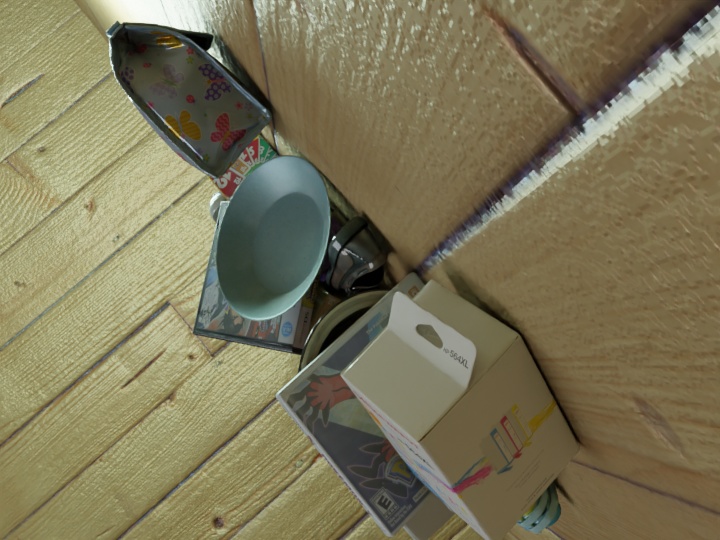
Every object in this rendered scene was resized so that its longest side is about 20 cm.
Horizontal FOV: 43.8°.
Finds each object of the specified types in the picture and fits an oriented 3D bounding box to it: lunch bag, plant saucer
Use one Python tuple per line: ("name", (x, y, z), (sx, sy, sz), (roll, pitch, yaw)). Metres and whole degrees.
("lunch bag", (-0.209, -0.216, 1.069), (0.200, 0.128, 0.170), (42, 178, -11))
("plant saucer", (-0.097, -0.037, 1.085), (0.038, 0.203, 0.201), (17, -159, -47))

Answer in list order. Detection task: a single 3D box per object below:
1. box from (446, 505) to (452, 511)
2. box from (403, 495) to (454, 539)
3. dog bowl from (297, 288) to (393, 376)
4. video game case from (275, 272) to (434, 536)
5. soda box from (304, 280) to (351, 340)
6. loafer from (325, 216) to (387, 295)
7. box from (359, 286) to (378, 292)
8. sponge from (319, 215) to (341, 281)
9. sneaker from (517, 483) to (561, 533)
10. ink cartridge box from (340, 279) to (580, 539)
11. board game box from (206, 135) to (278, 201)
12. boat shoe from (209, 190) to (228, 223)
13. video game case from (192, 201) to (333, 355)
("box", (0.110, 0.232, 1.337), (0.200, 0.124, 0.098), (45, 172, 39))
("box", (0.097, 0.302, 1.489), (0.171, 0.198, 0.201), (44, 172, 38))
("dog bowl", (0.020, 0.127, 0.968), (0.201, 0.200, 0.074), (50, 159, -1))
("video game case", (0.042, 0.133, 0.922), (0.183, 0.199, 0.023), (50, 160, -1))
("soda box", (0.008, 0.084, 1.159), (0.198, 0.068, 0.064), (28, -174, -31))
("loafer", (0.000, 0.000, 1.062), (0.063, 0.072, 0.200), (43, 170, 11))
("box", (-0.041, 0.021, 1.322), (0.201, 0.100, 0.075), (52, 174, -12))
("sponge", (-0.106, -0.008, 1.184), (0.030, 0.200, 0.113), (-2, -126, -58))
("sneaker", (0.197, 0.280, 1.102), (0.129, 0.080, 0.200), (33, -176, 2))
("ink cartridge box", (0.086, 0.120, 0.803), (0.128, 0.125, 0.201), (32, 162, 50))
("board game box", (-0.126, -0.101, 1.248), (0.201, 0.095, 0.030), (49, 174, 17))
("boat shoe", (-0.174, -0.115, 1.366), (0.072, 0.070, 0.200), (56, -155, 11))
("video game case", (-0.128, 0.004, 1.144), (0.198, 0.185, 0.025), (5, 171, 42))
